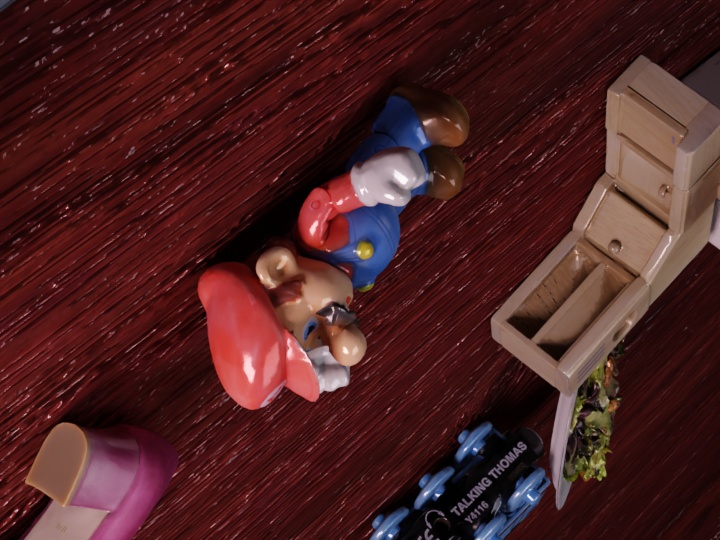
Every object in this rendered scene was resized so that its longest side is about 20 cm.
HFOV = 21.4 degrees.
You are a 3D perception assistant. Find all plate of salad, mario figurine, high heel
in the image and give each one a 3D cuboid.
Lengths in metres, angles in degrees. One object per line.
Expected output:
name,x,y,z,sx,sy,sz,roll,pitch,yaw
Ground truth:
plate of salad,0.200,0.108,1.623,0.200,0.048,0.201,13,90,-78
mario figurine,0.000,0.000,1.026,0.200,0.106,0.124,-51,126,-23
high heel,-0.168,0.172,1.022,0.096,0.067,0.201,21,93,-58

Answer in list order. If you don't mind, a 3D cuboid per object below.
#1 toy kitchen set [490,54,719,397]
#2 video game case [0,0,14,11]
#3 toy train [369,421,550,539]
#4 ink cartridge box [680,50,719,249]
toy kitchen set,0.211,-0.006,1.383,0.180,0.163,0.200,-46,158,-15
video game case,-0.101,-0.188,0.645,0.143,0.019,0.200,-43,158,-23
toy train,0.077,0.211,1.570,0.200,0.087,0.114,-43,163,-24
ink cartridge box,0.347,-0.077,1.497,0.125,0.200,0.129,-37,155,-33
